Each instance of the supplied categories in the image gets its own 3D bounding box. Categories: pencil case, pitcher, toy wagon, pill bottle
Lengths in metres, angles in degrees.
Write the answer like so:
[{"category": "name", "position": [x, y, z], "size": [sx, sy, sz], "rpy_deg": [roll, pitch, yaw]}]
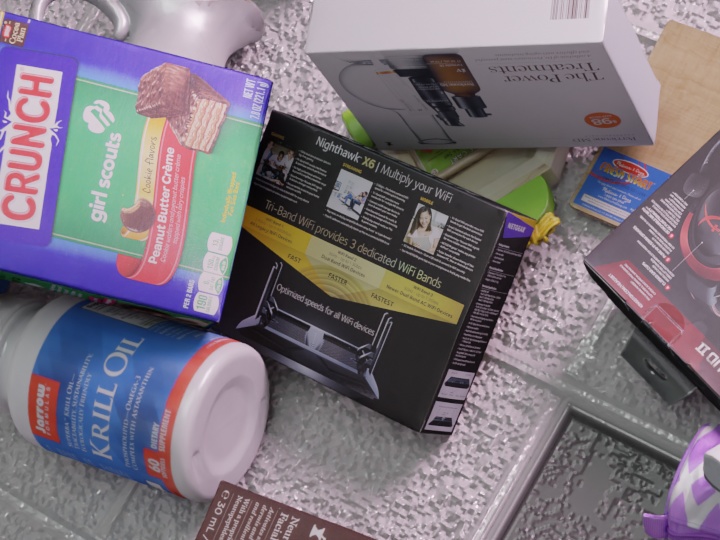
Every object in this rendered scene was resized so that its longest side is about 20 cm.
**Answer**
[{"category": "pencil case", "position": [0.277, 0.162, 1.349], "size": [0.199, 0.084, 0.086], "rpy_deg": [22, 62, 29]}, {"category": "pitcher", "position": [-0.169, -0.110, 1.613], "size": [0.170, 0.121, 0.201], "rpy_deg": [13, 66, -3]}, {"category": "toy wagon", "position": [0.082, -0.091, 1.564], "size": [0.155, 0.040, 0.201], "rpy_deg": [-31, 61, 7]}, {"category": "pill bottle", "position": [-0.172, 0.080, 1.548], "size": [0.199, 0.112, 0.113], "rpy_deg": [15, 74, 27]}]

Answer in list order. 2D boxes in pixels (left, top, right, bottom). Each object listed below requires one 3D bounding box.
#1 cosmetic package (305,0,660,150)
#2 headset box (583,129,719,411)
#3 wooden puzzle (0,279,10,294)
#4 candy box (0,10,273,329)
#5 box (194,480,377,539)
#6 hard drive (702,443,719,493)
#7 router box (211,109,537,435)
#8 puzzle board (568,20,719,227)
[{"category": "cosmetic package", "position": [0.083, -0.132, 1.472], "size": [0.199, 0.151, 0.052], "rpy_deg": [0, 70, 22]}, {"category": "headset box", "position": [0.250, -0.001, 1.420], "size": [0.200, 0.075, 0.149], "rpy_deg": [-44, 60, 0]}, {"category": "wooden puzzle", "position": [-0.266, -0.048, 1.627], "size": [0.046, 0.185, 0.201], "rpy_deg": [10, 64, -17]}, {"category": "candy box", "position": [-0.173, -0.066, 1.492], "size": [0.199, 0.077, 0.170], "rpy_deg": [13, 81, -7]}, {"category": "box", "position": [-0.018, 0.220, 1.450], "size": [0.199, 0.075, 0.101], "rpy_deg": [17, 75, 25]}, {"category": "hard drive", "position": [0.319, 0.105, 1.326], "size": [0.199, 0.026, 0.132], "rpy_deg": [-27, 44, -26]}, {"category": "router box", "position": [0.000, 0.000, 1.523], "size": [0.199, 0.052, 0.158], "rpy_deg": [25, 97, 28]}, {"category": "puzzle board", "position": [0.257, -0.070, 1.499], "size": [0.199, 0.017, 0.151], "rpy_deg": [25, 80, 29]}]
